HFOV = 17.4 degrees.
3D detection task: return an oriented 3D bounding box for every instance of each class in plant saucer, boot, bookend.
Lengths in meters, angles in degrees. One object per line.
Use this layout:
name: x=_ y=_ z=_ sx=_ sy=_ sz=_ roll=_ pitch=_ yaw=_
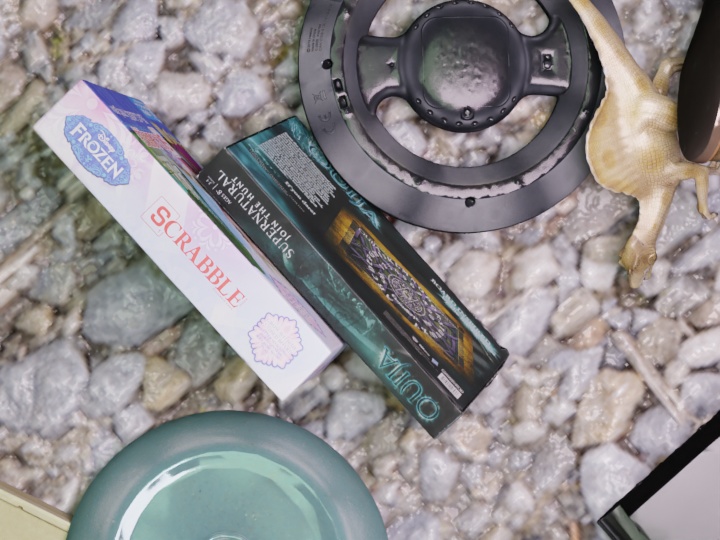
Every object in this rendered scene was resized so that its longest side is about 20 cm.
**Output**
plant saucer: x=-0.079 y=0.178 z=1.391 sx=0.198 sy=0.036 sz=0.202 roll=1 pitch=75 yaw=-2
boot: x=0.230 y=-0.135 z=1.351 sx=0.075 sy=0.074 sz=0.201 roll=25 pitch=52 yaw=-10
bookend: x=0.241 y=0.118 z=1.321 sx=0.199 sy=0.200 sz=0.092 roll=-41 pitch=88 yaw=1

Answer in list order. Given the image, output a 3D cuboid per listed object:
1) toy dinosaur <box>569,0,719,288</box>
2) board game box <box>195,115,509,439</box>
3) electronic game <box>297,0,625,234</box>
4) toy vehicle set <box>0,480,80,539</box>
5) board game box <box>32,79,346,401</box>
toy dinosaur: x=0.170 y=-0.092 z=1.377 sx=0.101 sy=0.058 sz=0.201 roll=-20 pitch=100 yaw=-25
board game box: x=0.000 y=0.000 z=1.366 sx=0.028 sy=0.135 sz=0.200 roll=-42 pitch=88 yaw=19
electronic game: x=0.061 y=-0.122 z=1.409 sx=0.198 sy=0.042 sz=0.202 roll=0 pitch=86 yaw=-4
toy vehicle set: x=-0.235 y=0.233 z=1.429 sx=0.124 sy=0.027 sz=0.201 roll=27 pitch=91 yaw=3
board game box: x=-0.088 y=-0.018 z=1.337 sx=0.041 sy=0.200 sz=0.200 roll=-42 pitch=89 yaw=4
